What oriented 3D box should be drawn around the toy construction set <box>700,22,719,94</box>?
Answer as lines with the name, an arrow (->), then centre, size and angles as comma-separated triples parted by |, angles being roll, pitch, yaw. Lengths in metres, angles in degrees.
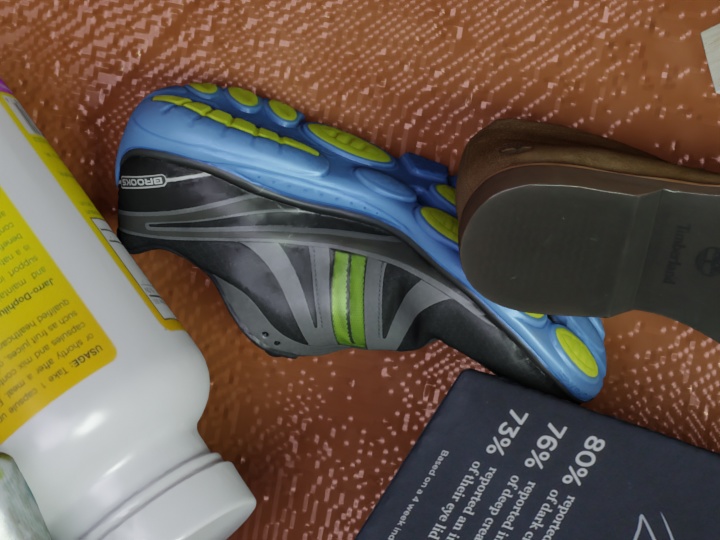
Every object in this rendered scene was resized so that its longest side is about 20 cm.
toy construction set -> 0.158, -0.093, 0.896 | 0.092, 0.200, 0.132 | 18, 94, 24

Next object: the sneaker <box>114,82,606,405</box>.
sneaker -> 0.000, 0.000, 1.005 | 0.199, 0.071, 0.083 | 24, 117, 8

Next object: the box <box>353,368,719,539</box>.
box -> 0.092, 0.143, 0.919 | 0.199, 0.105, 0.148 | 19, 62, 31

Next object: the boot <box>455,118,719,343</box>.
boot -> 0.129, -0.015, 0.972 | 0.199, 0.076, 0.074 | 13, 119, -11

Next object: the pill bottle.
pill bottle -> -0.125, 0.026, 0.992 | 0.104, 0.104, 0.200 | -40, 79, 14

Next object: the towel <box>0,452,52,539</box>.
towel -> -0.172, 0.171, 0.964 | 0.199, 0.048, 0.172 | -20, 102, 23
